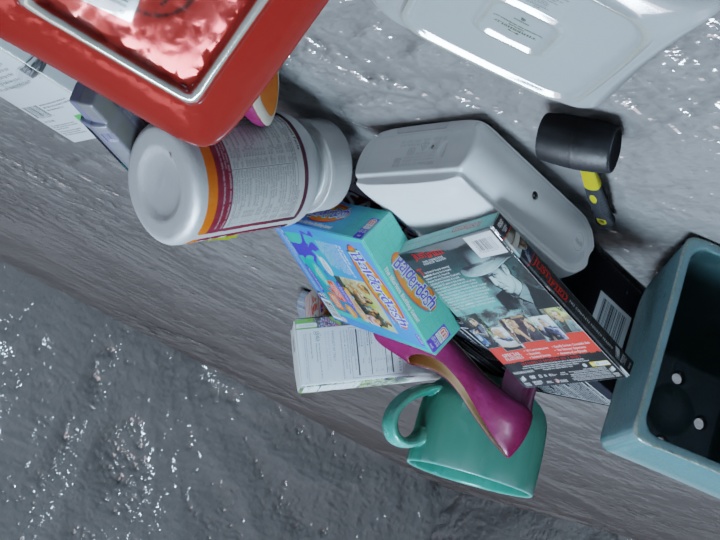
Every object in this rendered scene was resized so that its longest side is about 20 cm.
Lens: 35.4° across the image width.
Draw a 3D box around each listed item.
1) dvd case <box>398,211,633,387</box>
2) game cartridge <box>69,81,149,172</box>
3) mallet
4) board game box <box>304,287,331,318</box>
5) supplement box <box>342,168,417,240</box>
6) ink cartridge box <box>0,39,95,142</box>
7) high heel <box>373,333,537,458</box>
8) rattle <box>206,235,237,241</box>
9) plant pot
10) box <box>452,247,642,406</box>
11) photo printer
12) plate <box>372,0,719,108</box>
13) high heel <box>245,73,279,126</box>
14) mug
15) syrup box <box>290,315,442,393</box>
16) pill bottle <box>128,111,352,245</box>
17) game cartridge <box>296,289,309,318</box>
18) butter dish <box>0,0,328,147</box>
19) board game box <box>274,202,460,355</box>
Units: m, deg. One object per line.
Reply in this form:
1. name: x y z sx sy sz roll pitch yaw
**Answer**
1. dvd case: 0.143 0.034 1.047 0.200 0.022 0.145 44 151 -18
2. game cartridge: -0.197 -0.160 1.048 0.038 0.131 0.200 18 165 19
3. mallet: 0.187 -0.079 0.962 0.065 0.042 0.200 17 168 16
4. board game box: 0.037 0.038 1.410 0.196 0.047 0.151 -3 170 -12
5. supplement box: -0.005 -0.049 1.301 0.107 0.062 0.200 26 164 -12
6. ink cartridge box: -0.323 -0.217 1.123 0.199 0.085 0.145 32 162 -34
7. high heel: 0.091 0.123 1.207 0.197 0.098 0.068 17 164 23
8. rattle: -0.156 -0.139 1.271 0.128 0.145 0.201 -10 148 -4
9. plant pot: 0.337 0.119 1.087 0.193 0.199 0.200 22 162 -2
10. box: 0.187 0.047 1.227 0.196 0.125 0.199 5 156 46
11. photo printer: 0.112 -0.057 1.060 0.199 0.070 0.165 37 160 -33
12. plate: 0.108 -0.173 0.745 0.197 0.033 0.200 25 165 -7
13. high heel: -0.132 -0.191 0.946 0.094 0.068 0.201 7 156 18
14. mug: 0.130 0.177 1.279 0.150 0.116 0.185 7 163 33
15. syrup box: 0.020 0.093 1.334 0.196 0.083 0.079 -6 169 -7
16. pill bottle: -0.107 -0.091 1.050 0.108 0.112 0.198 8 -166 43
17. game cartridge: -0.038 0.091 1.908 0.131 0.041 0.200 24 166 7
18. butter dish: -0.124 -0.220 0.727 0.197 0.149 0.200 28 122 -24
19. board game box: 0.000 0.000 1.173 0.199 0.045 0.153 17 144 57
